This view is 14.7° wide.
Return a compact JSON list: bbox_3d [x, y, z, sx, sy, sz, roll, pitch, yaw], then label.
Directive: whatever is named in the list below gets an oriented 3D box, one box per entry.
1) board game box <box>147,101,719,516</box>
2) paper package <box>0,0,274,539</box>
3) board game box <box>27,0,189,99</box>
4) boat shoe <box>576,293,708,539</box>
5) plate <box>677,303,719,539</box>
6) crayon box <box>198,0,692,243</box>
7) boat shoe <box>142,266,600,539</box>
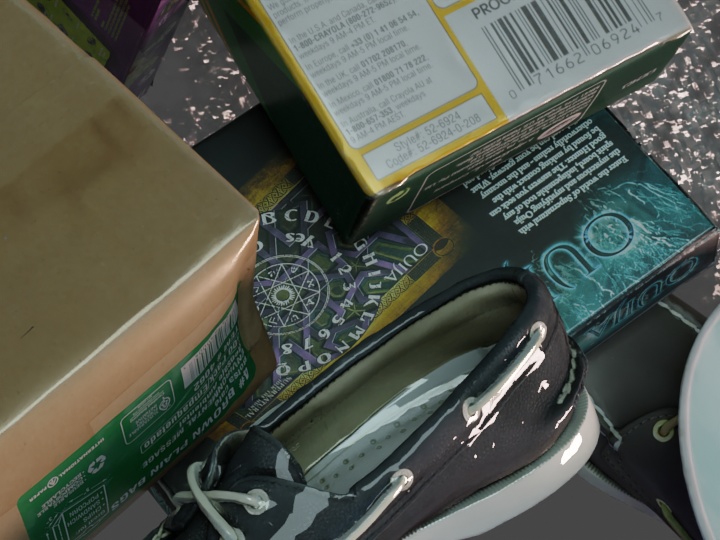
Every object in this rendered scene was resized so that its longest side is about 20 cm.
[{"bbox_3d":[0.000,0.000,0.918,0.200,0.028,0.135,-34,67,-15],"label":"board game box"},{"bbox_3d":[-0.157,0.014,0.828,0.200,0.104,0.191,-42,70,-18],"label":"paper package"},{"bbox_3d":[-0.099,-0.123,0.862,0.120,0.200,0.032,43,69,1],"label":"board game box"},{"bbox_3d":[0.127,0.064,0.934,0.072,0.061,0.201,-43,87,-20],"label":"boat shoe"},{"bbox_3d":[0.180,0.087,0.896,0.200,0.026,0.200,18,50,-23],"label":"plate"},{"bbox_3d":[0.001,-0.126,0.913,0.126,0.052,0.200,-28,79,-17],"label":"crayon box"},{"bbox_3d":[-0.020,0.068,0.821,0.200,0.076,0.060,-35,127,-22],"label":"boat shoe"}]
